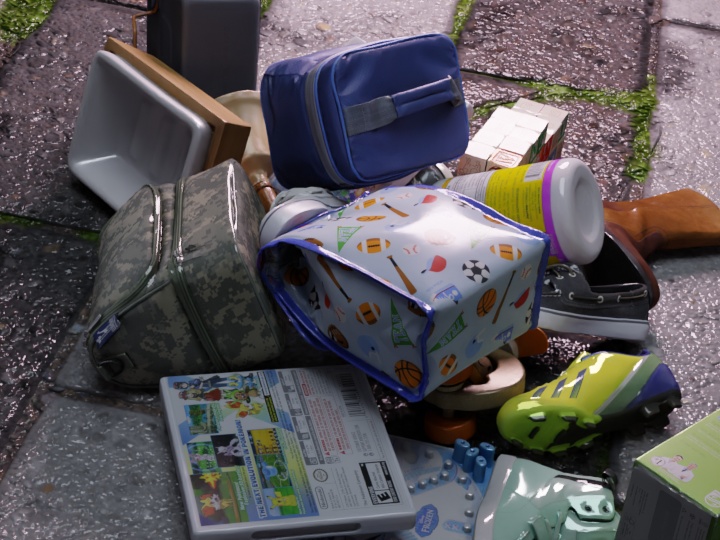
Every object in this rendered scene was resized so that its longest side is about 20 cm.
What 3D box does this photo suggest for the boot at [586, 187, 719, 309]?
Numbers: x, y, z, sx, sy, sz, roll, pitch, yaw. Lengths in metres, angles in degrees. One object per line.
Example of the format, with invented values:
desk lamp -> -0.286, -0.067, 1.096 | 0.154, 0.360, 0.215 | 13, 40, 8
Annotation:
boot -> 0.314, -0.022, 1.817 | 0.200, 0.069, 0.188 | -3, 27, -28

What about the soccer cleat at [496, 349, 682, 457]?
soccer cleat -> 0.197, 0.113, 1.564 | 0.200, 0.065, 0.084 | -7, 53, -31

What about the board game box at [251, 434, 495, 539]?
board game box -> 0.003, 0.191, 1.453 | 0.200, 0.026, 0.200 | 12, 35, 7

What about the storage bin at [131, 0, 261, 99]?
storage bin -> -0.169, -0.239, 1.874 | 0.145, 0.200, 0.134 | -2, 25, -13

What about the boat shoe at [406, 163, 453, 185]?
boat shoe -> 0.014, -0.125, 1.878 | 0.062, 0.073, 0.200 | -21, 48, -41

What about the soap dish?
soap dish -> -0.203, -0.124, 1.766 | 0.081, 0.158, 0.200 | -8, 35, -45

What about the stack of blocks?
stack of blocks -> 0.159, -0.111, 1.847 | 0.058, 0.115, 0.200 | 19, 35, 16

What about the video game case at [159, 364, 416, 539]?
video game case -> -0.065, 0.151, 1.458 | 0.182, 0.022, 0.200 | -3, 36, -14

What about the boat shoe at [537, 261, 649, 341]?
boat shoe -> 0.195, 0.025, 1.646 | 0.200, 0.066, 0.070 | 9, 0, -29

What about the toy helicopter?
toy helicopter -> 0.083, 0.073, 1.604 | 0.132, 0.079, 0.200 | -18, 29, -23

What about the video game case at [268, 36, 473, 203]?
video game case -> -0.010, -0.143, 1.857 | 0.182, 0.024, 0.200 | 35, 74, 34

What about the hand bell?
hand bell -> -0.098, -0.075, 1.780 | 0.104, 0.104, 0.200 | -12, 57, -26

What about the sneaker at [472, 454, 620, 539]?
sneaker -> 0.152, 0.218, 1.393 | 0.118, 0.074, 0.200 | 8, 31, 11

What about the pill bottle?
pill bottle -> 0.130, -0.045, 1.708 | 0.200, 0.104, 0.104 | -8, 26, 29

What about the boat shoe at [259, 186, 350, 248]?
boat shoe -> -0.056, -0.043, 1.630 | 0.065, 0.074, 0.200 | 34, 10, 18

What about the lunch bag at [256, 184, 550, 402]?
lunch bag -> 0.034, 0.005, 1.518 | 0.200, 0.124, 0.170 | 30, 40, 31

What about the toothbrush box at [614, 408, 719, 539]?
toothbrush box -> 0.299, 0.190, 1.407 | 0.200, 0.146, 0.086 | -24, 45, -39

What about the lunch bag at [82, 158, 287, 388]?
lunch bag -> -0.164, 0.011, 1.591 | 0.167, 0.139, 0.200 | -20, 33, 8

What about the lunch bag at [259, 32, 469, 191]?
lunch bag -> 0.018, -0.156, 1.710 | 0.200, 0.136, 0.132 | -20, 14, -41
